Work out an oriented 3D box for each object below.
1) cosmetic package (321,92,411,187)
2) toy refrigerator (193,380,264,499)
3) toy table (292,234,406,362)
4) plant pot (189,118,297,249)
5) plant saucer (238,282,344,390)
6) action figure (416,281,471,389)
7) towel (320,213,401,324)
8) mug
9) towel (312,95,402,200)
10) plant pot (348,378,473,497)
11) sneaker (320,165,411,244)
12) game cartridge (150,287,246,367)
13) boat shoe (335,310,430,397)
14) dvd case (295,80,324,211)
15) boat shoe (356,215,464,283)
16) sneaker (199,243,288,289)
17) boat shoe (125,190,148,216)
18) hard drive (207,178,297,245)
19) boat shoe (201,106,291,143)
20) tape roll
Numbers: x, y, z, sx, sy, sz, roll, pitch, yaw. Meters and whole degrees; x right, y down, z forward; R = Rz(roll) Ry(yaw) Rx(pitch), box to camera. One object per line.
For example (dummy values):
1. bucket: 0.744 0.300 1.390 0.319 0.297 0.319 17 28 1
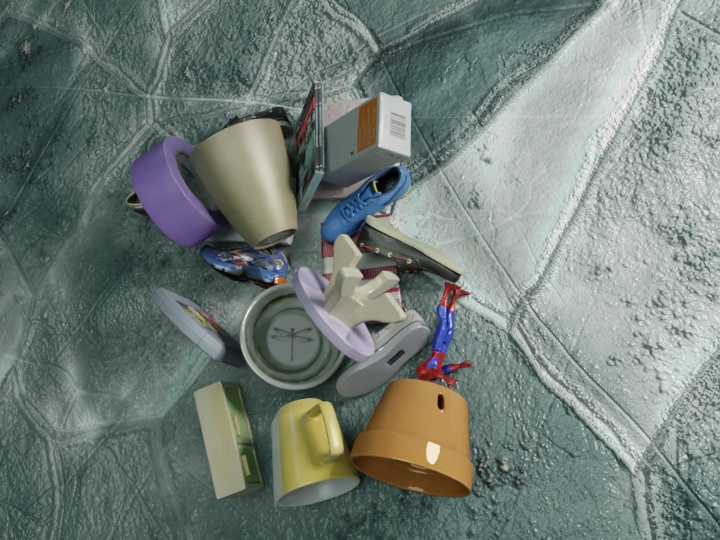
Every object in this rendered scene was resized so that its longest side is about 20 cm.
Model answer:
1. cosmetic package: 0.003 -0.228 1.324 0.199 0.071 0.103 -18 66 54
2. toy refrigerator: -0.241 0.312 1.377 0.069 0.076 0.202 -23 69 15
3. toy table: -0.017 0.042 1.264 0.117 0.183 0.200 -45 78 20
4. plant pot: -0.198 -0.150 1.402 0.186 0.187 0.202 -27 83 14
5. plant saucer: -0.124 0.125 1.363 0.197 0.050 0.203 4 67 -10
6. action figure: 0.157 0.130 1.263 0.098 0.065 0.202 17 84 37
7. towel: 0.000 0.000 1.371 0.142 0.023 0.203 -7 74 8
8. mug: -0.075 0.300 1.278 0.185 0.149 0.155 -31 58 26
9. towel: -0.010 -0.233 1.440 0.188 0.032 0.203 -1 79 22
10. plant pot: 0.092 0.266 1.200 0.197 0.201 0.142 4 63 23
11. sneaker: 0.002 -0.125 1.350 0.199 0.078 0.066 -35 75 7
12. game cartridge: -0.309 0.108 1.423 0.199 0.133 0.041 38 93 25
13. boat shoe: 0.033 0.144 1.319 0.200 0.071 0.070 -42 38 12
14. dvd case: -0.097 -0.234 1.412 0.022 0.146 0.203 7 63 -16
15. boat shoe: 0.088 -0.027 1.321 0.199 0.074 0.064 26 102 7
16. sneaker: -0.224 -0.019 1.462 0.198 0.075 0.079 15 74 16
17. boat shoe: -0.400 -0.173 1.569 0.198 0.063 0.072 -22 68 14
18. hard drive: -0.219 -0.121 1.502 0.197 0.025 0.134 3 78 23
19. boat shoe: -0.239 -0.289 1.525 0.197 0.074 0.067 -16 69 17
20. tape roll: -0.343 -0.151 1.436 0.084 0.200 0.202 -29 68 13
